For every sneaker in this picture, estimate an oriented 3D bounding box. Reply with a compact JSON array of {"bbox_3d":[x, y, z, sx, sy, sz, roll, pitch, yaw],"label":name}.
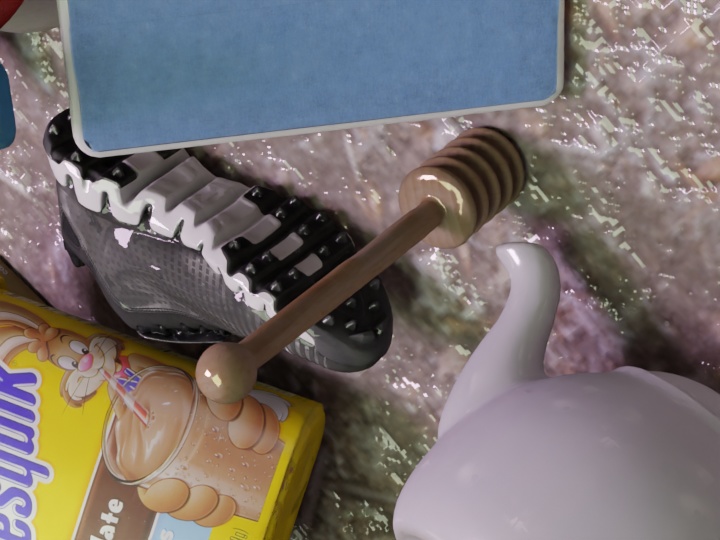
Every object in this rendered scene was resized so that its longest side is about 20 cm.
[{"bbox_3d":[-0.067,0.002,0.987,0.199,0.066,0.091,31,134,24],"label":"sneaker"}]

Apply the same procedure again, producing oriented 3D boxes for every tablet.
[{"bbox_3d":[-0.018,-0.113,0.819,0.199,0.014,0.131,-7,120,-7],"label":"tablet"}]

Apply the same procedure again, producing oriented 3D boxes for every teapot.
[{"bbox_3d":[0.122,0.113,0.858,0.197,0.146,0.200,29,158,54],"label":"teapot"}]

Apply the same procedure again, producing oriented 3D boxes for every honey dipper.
[{"bbox_3d":[0.000,0.000,0.835,0.038,0.200,0.038,20,128,28],"label":"honey dipper"}]

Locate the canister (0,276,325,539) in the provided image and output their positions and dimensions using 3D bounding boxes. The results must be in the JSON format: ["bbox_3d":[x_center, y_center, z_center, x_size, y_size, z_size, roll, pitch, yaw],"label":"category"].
[{"bbox_3d":[-0.131,0.097,1.014,0.199,0.087,0.149,19,93,7],"label":"canister"}]

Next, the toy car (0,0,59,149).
[{"bbox_3d":[-0.149,-0.144,0.868,0.176,0.199,0.186,-1,99,48],"label":"toy car"}]

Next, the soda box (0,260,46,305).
[{"bbox_3d":[-0.152,0.092,1.105,0.200,0.064,0.068,44,134,8],"label":"soda box"}]
